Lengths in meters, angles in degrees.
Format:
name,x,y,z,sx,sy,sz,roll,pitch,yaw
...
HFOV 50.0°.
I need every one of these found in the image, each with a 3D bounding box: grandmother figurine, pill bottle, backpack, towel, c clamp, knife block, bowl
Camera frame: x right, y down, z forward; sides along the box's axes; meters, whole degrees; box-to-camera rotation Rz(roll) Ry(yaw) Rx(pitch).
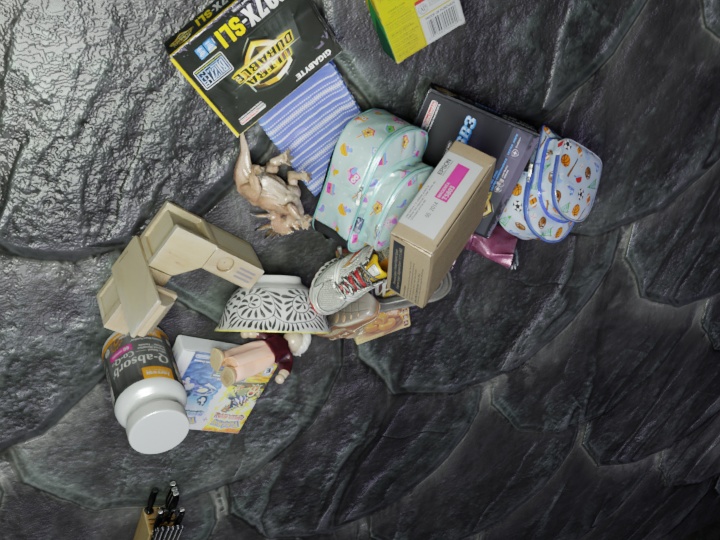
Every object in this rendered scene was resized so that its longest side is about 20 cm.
name,x,y,z,sx,sy,sz,roll,pitch,yaw
grandmother figurine,-0.166,0.148,1.380,0.199,0.122,0.061,-20,165,-44
pill bottle,-0.346,0.189,1.248,0.115,0.200,0.117,-16,132,-18
backpack,0.029,-0.140,1.193,0.175,0.152,0.202,-26,134,-50
towel,-0.062,-0.220,1.202,0.144,0.024,0.200,-36,135,2
c clamp,0.065,0.013,1.357,0.197,0.027,0.172,-8,134,-2
knife block,-0.419,0.522,1.585,0.063,0.178,0.199,5,168,-31
backpack,0.326,-0.145,1.363,0.199,0.153,0.193,16,92,-37
bowl,-0.144,0.057,1.303,0.199,0.200,0.096,5,84,-32

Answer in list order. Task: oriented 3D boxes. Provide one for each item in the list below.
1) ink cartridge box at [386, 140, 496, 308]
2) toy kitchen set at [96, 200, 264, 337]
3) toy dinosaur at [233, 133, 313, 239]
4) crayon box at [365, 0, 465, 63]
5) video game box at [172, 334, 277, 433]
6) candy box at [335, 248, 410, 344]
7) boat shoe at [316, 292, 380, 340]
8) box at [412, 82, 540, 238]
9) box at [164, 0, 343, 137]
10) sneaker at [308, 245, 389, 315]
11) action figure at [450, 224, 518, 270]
name,x,y,z,sx,sy,sz,roll,pitch,yaw
ink cartridge box,0.120,-0.069,1.171,0.201,0.075,0.165,-53,162,-25
toy kitchen set,-0.272,0.043,1.197,0.180,0.164,0.200,28,109,-41
toy dinosaur,-0.145,-0.119,1.204,0.200,0.135,0.086,44,57,-24
crayon box,0.065,-0.415,1.095,0.126,0.051,0.201,-31,135,-4
video game box,-0.277,0.214,1.416,0.198,0.047,0.183,14,120,-36
candy box,0.026,0.036,1.434,0.114,0.055,0.201,-19,133,-12
boat shoe,-0.022,0.082,1.372,0.071,0.199,0.076,30,66,-27
box,0.166,-0.179,1.282,0.197,0.050,0.201,21,116,-6
box,-0.145,-0.308,1.067,0.199,0.049,0.160,-38,133,3
sneaker,0.000,0.000,1.256,0.199,0.082,0.078,-38,102,-9
action figure,0.197,-0.068,1.413,0.198,0.134,0.151,15,87,-11
